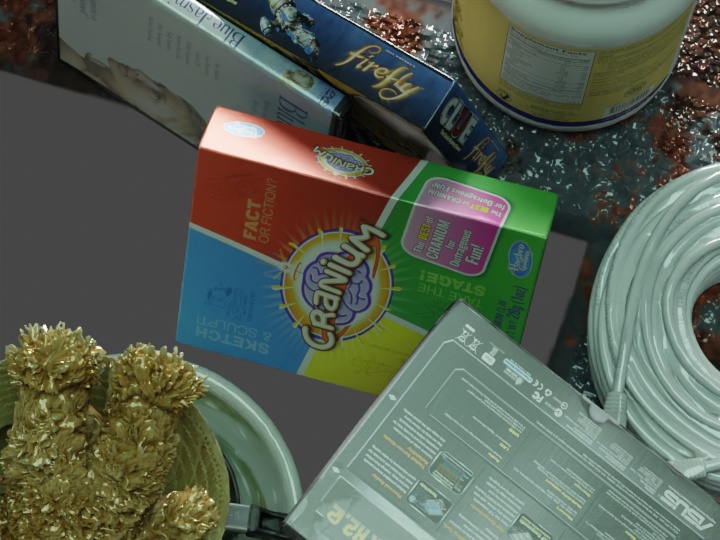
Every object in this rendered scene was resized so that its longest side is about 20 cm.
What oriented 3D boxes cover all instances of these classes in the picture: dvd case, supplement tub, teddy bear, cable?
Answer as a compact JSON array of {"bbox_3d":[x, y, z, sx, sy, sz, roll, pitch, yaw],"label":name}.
[{"bbox_3d":[-0.096,-0.112,1.378,0.200,0.143,0.018,33,65,9],"label":"dvd case"},{"bbox_3d":[0.128,-0.179,1.371,0.145,0.200,0.146,0,72,-1],"label":"supplement tub"},{"bbox_3d":[-0.144,0.121,1.184,0.145,0.067,0.200,26,105,-22],"label":"teddy bear"},{"bbox_3d":[0.232,0.037,1.374,0.199,0.069,0.201,2,72,-1],"label":"cable"}]

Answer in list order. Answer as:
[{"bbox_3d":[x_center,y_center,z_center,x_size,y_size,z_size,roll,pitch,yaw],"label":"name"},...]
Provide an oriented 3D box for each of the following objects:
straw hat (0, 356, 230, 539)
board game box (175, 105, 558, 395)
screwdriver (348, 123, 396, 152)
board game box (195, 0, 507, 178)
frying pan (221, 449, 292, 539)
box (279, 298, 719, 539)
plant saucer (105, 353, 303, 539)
[{"bbox_3d":[-0.175,0.108,1.257,0.200,0.085,0.202,-6,116,-13],"label":"straw hat"},{"bbox_3d":[0.000,0.000,1.340,0.199,0.153,0.040,14,42,5],"label":"board game box"},{"bbox_3d":[0.035,-0.039,1.414,0.029,0.028,0.200,-39,71,18],"label":"screwdriver"},{"bbox_3d":[-0.017,-0.120,1.360,0.200,0.135,0.035,32,86,21],"label":"board game box"},{"bbox_3d":[-0.091,0.150,1.305,0.189,0.031,0.115,27,74,11],"label":"frying pan"},{"bbox_3d":[0.081,0.139,1.275,0.200,0.048,0.159,37,79,3],"label":"box"},{"bbox_3d":[-0.131,0.149,1.343,0.199,0.050,0.201,0,72,-1],"label":"plant saucer"}]
